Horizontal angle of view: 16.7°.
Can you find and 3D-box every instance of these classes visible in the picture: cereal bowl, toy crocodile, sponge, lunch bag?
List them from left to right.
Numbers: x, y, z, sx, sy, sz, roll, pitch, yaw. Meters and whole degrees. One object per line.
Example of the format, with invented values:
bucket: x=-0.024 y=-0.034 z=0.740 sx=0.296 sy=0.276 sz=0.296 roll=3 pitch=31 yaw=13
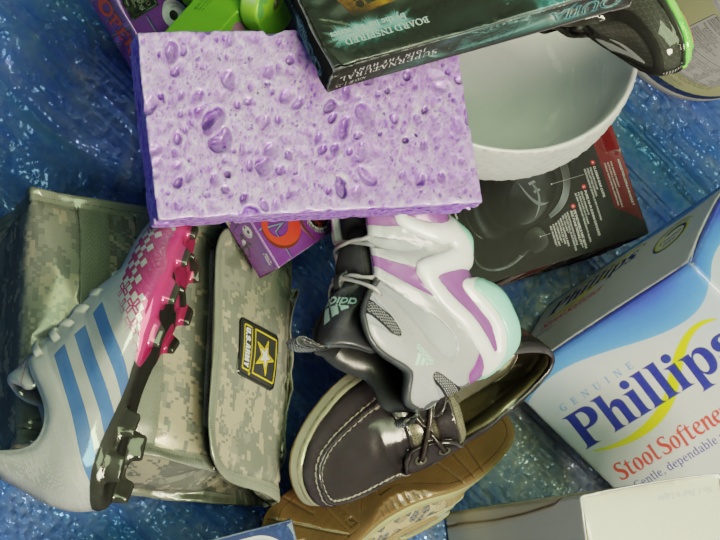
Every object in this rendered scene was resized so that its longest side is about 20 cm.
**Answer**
lunch bag: x=-0.128 y=0.053 z=1.508 sx=0.200 sy=0.118 sz=0.165 roll=10 pitch=71 yaw=-25
toy crocodile: x=-0.052 y=-0.188 z=1.496 sx=0.200 sy=0.067 sz=0.062 roll=-55 pitch=143 yaw=-26
sponge: x=-0.031 y=-0.085 z=1.432 sx=0.199 sy=0.030 sz=0.112 roll=-4 pitch=80 yaw=-18
cereal bowl: x=0.074 y=-0.139 z=1.564 sx=0.199 sy=0.083 sz=0.201 roll=7 pitch=60 yaw=-12

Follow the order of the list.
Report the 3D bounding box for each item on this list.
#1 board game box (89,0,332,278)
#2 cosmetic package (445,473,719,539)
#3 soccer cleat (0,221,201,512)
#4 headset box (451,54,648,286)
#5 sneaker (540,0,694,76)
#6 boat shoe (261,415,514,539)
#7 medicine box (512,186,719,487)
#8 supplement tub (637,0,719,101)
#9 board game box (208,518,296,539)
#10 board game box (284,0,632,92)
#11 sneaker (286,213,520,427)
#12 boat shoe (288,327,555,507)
board game box: x=-0.070 y=-0.109 z=1.520 sx=0.120 sy=0.032 sz=0.200 roll=-35 pitch=96 yaw=-35
cosmetic package: x=0.143 y=0.176 z=1.555 sx=0.103 sy=0.200 sz=0.073 roll=-6 pitch=83 yaw=-24
soccer cleat: x=-0.151 y=0.042 z=1.400 sx=0.086 sy=0.070 sz=0.200 roll=12 pitch=59 yaw=8
headset box: x=0.089 y=-0.066 z=1.643 sx=0.200 sy=0.077 sz=0.149 roll=-18 pitch=86 yaw=-25
sneaker: x=0.112 y=-0.167 z=1.506 sx=0.200 sy=0.077 sz=0.084 roll=30 pitch=62 yaw=14
boat shoe: x=0.013 y=0.143 z=1.590 sx=0.200 sy=0.063 sz=0.073 roll=-27 pitch=66 yaw=-27
medicine box: x=0.235 y=0.074 z=1.611 sx=0.200 sy=0.182 sz=0.103 roll=43 pitch=42 yaw=-11
supplement tub: x=0.269 y=-0.205 z=1.678 sx=0.145 sy=0.200 sz=0.145 roll=4 pitch=79 yaw=-22
board game box: x=-0.122 y=0.240 z=1.489 sx=0.199 sy=0.034 sz=0.136 roll=-15 pitch=86 yaw=-5
board game box: x=0.047 y=-0.190 z=1.449 sx=0.200 sy=0.028 sz=0.136 roll=-17 pitch=67 yaw=-17
sneaker: x=0.000 y=0.000 z=1.474 sx=0.140 sy=0.078 sz=0.200 roll=-35 pitch=94 yaw=-32
boat shoe: x=0.041 y=0.087 z=1.544 sx=0.200 sy=0.065 sz=0.072 roll=-30 pitch=119 yaw=-34
